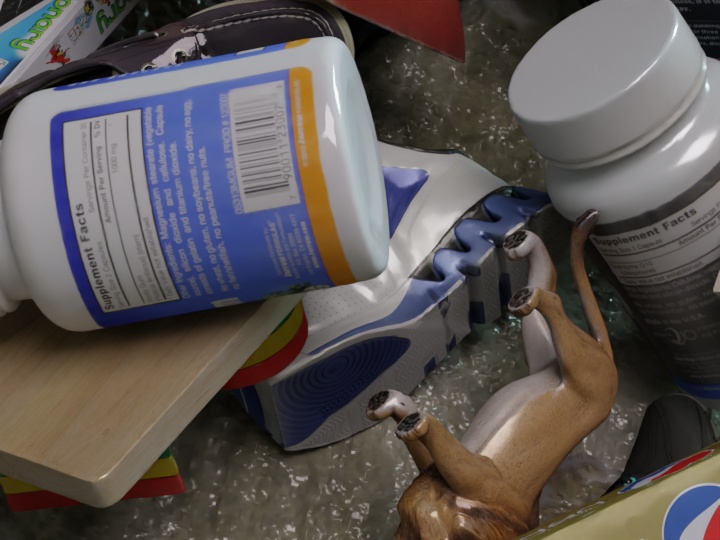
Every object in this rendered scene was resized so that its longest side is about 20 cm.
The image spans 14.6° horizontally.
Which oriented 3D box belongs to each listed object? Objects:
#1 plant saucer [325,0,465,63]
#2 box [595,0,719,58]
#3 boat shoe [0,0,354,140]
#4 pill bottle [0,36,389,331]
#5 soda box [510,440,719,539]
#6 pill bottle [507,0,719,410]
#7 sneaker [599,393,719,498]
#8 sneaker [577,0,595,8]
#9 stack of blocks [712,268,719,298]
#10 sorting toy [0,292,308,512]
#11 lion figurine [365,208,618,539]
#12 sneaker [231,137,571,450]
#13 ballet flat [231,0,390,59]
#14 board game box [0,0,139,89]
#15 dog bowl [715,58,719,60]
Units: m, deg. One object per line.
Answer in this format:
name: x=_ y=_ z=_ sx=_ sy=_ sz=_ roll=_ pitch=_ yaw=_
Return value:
plant saucer: x=-0.046 y=-0.184 z=1.430 sx=0.200 sy=0.200 sz=0.037 roll=35 pitch=99 yaw=21
box: x=0.184 y=-0.248 z=1.446 sx=0.123 sy=0.198 sz=0.200 roll=4 pitch=52 yaw=26
boat shoe: x=-0.100 y=-0.078 z=1.339 sx=0.200 sy=0.065 sz=0.072 roll=-14 pitch=101 yaw=10
pill bottle: x=-0.094 y=-0.034 z=1.264 sx=0.200 sy=0.112 sz=0.112 roll=-10 pitch=56 yaw=9
soda box: x=0.124 y=0.134 z=1.295 sx=0.200 sy=0.068 sz=0.064 roll=-25 pitch=88 yaw=-12
pill bottle: x=0.163 y=-0.035 z=1.415 sx=0.200 sy=0.114 sz=0.114 roll=54 pitch=49 yaw=-28
sneaker: x=0.126 y=0.139 z=1.372 sx=0.079 sy=0.075 sz=0.200 roll=16 pitch=54 yaw=0
sneaker: x=0.116 y=-0.178 z=1.552 sx=0.146 sy=0.077 sz=0.203 roll=24 pitch=44 yaw=-31
stack of blocks: x=0.238 y=-0.064 z=1.366 sx=0.115 sy=0.059 sz=0.200 roll=35 pitch=68 yaw=-37
sorting toy: x=-0.129 y=0.034 z=1.340 sx=0.199 sy=0.070 sz=0.200 roll=15 pitch=48 yaw=34
lion figurine: x=0.076 y=0.077 z=1.358 sx=0.200 sy=0.072 sz=0.123 roll=-45 pitch=117 yaw=-13
sneaker: x=0.001 y=0.000 z=1.442 sx=0.199 sy=0.081 sz=0.115 roll=-35 pitch=56 yaw=-23
ballet flat: x=-0.016 y=-0.140 z=1.550 sx=0.200 sy=0.057 sz=0.066 roll=-33 pitch=82 yaw=-23
board game box: x=-0.190 y=-0.140 z=1.476 sx=0.126 sy=0.035 sz=0.200 roll=15 pitch=50 yaw=29
dog bowl: x=0.268 y=-0.089 z=1.562 sx=0.200 sy=0.074 sz=0.200 roll=7 pitch=55 yaw=-10
